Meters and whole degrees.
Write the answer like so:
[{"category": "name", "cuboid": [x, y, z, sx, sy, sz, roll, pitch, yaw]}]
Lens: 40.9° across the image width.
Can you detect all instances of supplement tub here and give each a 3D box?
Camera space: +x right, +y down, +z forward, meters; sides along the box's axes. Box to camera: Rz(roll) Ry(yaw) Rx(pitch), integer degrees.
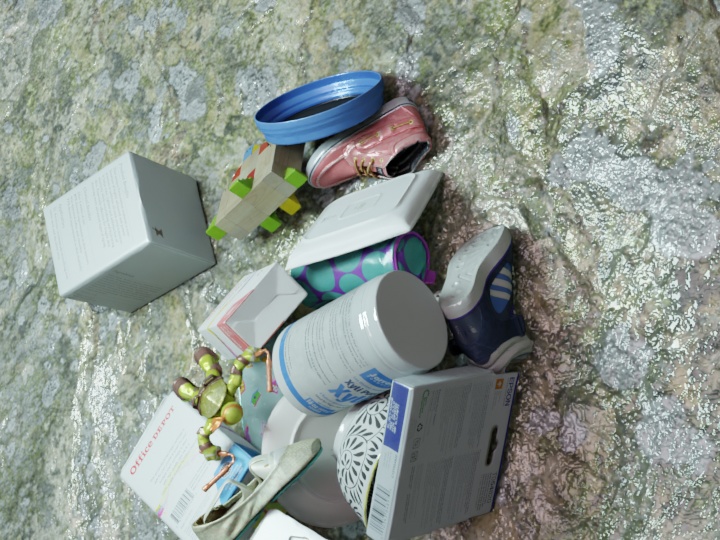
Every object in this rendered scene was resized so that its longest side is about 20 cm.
[{"category": "supplement tub", "cuboid": [-0.004, 0.095, 1.206, 0.199, 0.131, 0.133, -29, 63, 40]}]

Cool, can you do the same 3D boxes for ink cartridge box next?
[{"category": "ink cartridge box", "cuboid": [-0.049, 0.401, 1.231, 0.144, 0.200, 0.084, 20, 65, 33]}, {"category": "ink cartridge box", "cuboid": [0.102, 0.218, 1.176, 0.040, 0.199, 0.202, 20, 105, 44]}, {"category": "ink cartridge box", "cuboid": [-0.222, 0.282, 1.340, 0.199, 0.085, 0.145, 30, 86, 38]}, {"category": "ink cartridge box", "cuboid": [-0.164, 0.063, 1.390, 0.117, 0.067, 0.200, -50, 11, -21]}]

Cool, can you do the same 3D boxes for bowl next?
[{"category": "bowl", "cuboid": [0.027, 0.225, 1.234, 0.094, 0.200, 0.202, 24, 90, 27]}, {"category": "bowl", "cuboid": [-0.058, -0.241, 1.429, 0.199, 0.201, 0.040, -4, 118, 29]}]

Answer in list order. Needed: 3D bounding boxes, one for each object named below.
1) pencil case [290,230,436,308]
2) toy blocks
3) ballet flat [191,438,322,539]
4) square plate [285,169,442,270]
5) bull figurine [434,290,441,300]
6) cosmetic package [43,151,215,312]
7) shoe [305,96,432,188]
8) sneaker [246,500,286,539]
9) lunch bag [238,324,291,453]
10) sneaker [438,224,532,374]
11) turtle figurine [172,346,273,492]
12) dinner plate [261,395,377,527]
[{"category": "pencil case", "cuboid": [0.000, 0.000, 1.342, 0.199, 0.092, 0.086, -9, 46, 40]}, {"category": "toy blocks", "cuboid": [-0.152, -0.144, 1.487, 0.200, 0.100, 0.138, -38, 32, 36]}, {"category": "ballet flat", "cuboid": [-0.134, 0.273, 1.215, 0.062, 0.067, 0.200, 44, 90, -7]}, {"category": "square plate", "cuboid": [0.004, -0.078, 1.348, 0.197, 0.200, 0.029, -17, 111, 26]}, {"category": "bull figurine", "cuboid": [0.042, 0.083, 1.336, 0.199, 0.065, 0.122, -4, 46, 38]}, {"category": "cosmetic package", "cuboid": [-0.374, -0.056, 1.565, 0.199, 0.166, 0.169, -27, 66, 23]}, {"category": "shoe", "cuboid": [0.011, -0.164, 1.417, 0.199, 0.071, 0.091, -34, 54, 14]}, {"category": "sneaker", "cuboid": [-0.174, 0.305, 1.419, 0.090, 0.078, 0.200, -42, 65, 3]}, {"category": "lunch bag", "cuboid": [-0.104, 0.178, 1.376, 0.160, 0.077, 0.202, -28, 64, 44]}, {"category": "sneaker", "cuboid": [0.178, 0.048, 1.272, 0.080, 0.147, 0.200, -20, 24, 35]}, {"category": "turtle figurine", "cuboid": [-0.197, 0.174, 1.275, 0.161, 0.064, 0.202, 29, 97, 54]}, {"category": "dinner plate", "cuboid": [-0.035, 0.240, 1.288, 0.024, 0.198, 0.202, 164, 115, -65]}]
